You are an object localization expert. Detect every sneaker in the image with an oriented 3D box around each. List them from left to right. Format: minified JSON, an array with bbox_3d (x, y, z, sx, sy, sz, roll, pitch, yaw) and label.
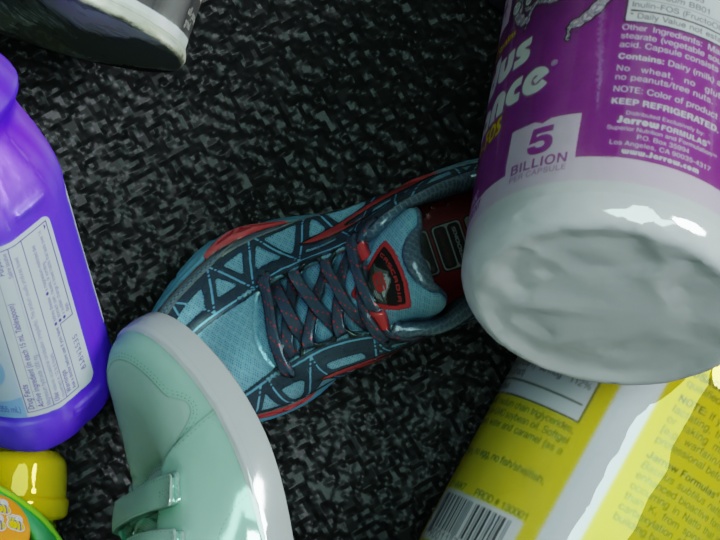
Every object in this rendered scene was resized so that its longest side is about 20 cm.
[{"bbox_3d":[-0.087,0.114,0.843,0.118,0.074,0.201,-10,72,-27],"label":"sneaker"},{"bbox_3d":[0.000,0.000,0.922,0.200,0.096,0.079,-26,89,-9],"label":"sneaker"}]

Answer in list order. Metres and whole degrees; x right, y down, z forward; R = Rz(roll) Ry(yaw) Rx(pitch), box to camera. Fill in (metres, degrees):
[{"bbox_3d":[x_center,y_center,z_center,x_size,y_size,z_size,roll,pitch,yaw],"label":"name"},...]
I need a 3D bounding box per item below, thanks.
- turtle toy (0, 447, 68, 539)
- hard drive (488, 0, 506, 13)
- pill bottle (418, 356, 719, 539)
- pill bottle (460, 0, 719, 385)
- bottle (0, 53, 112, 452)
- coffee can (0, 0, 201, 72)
[{"bbox_3d":[-0.198,0.137,0.882,0.199,0.101,0.146,2,86,-1],"label":"turtle toy"},{"bbox_3d":[0.082,-0.182,0.972,0.200,0.042,0.135,41,82,-3],"label":"hard drive"},{"bbox_3d":[0.108,0.071,0.922,0.114,0.114,0.200,30,83,-4],"label":"pill bottle"},{"bbox_3d":[0.104,-0.067,0.863,0.112,0.112,0.200,16,55,-6],"label":"pill bottle"},{"bbox_3d":[-0.149,-0.024,0.862,0.083,0.200,0.065,20,48,33],"label":"bottle"},{"bbox_3d":[-0.108,-0.197,0.897,0.146,0.146,0.201,19,84,-6],"label":"coffee can"}]
